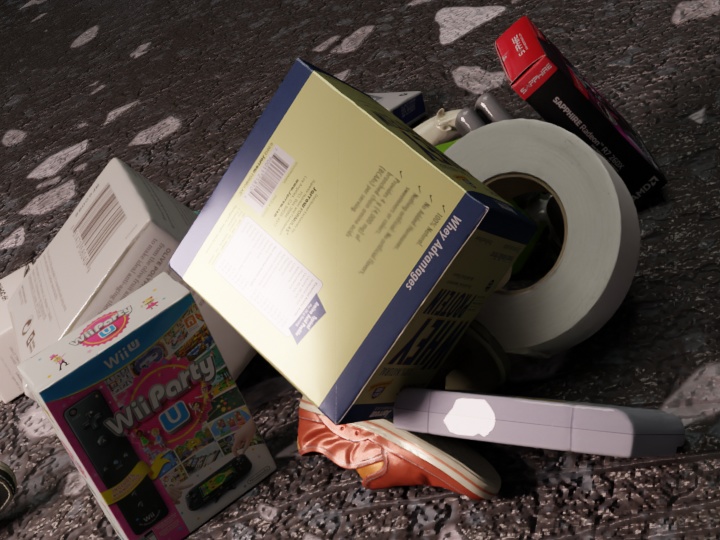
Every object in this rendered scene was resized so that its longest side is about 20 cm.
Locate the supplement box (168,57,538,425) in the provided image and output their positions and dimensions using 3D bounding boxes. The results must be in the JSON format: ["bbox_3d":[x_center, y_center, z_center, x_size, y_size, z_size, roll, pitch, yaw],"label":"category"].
[{"bbox_3d":[-0.006,-0.019,0.865,0.199,0.134,0.201,40,103,22],"label":"supplement box"}]

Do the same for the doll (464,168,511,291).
[{"bbox_3d":[0.046,-0.038,0.945,0.198,0.048,0.138,31,84,24],"label":"doll"}]

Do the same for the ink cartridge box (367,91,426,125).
[{"bbox_3d":[-0.042,-0.193,1.469,0.197,0.041,0.199,1,26,35],"label":"ink cartridge box"}]

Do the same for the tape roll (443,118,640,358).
[{"bbox_3d":[0.143,-0.027,0.962,0.199,0.207,0.071,-6,-10,27],"label":"tape roll"}]

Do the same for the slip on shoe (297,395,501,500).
[{"bbox_3d":[0.027,0.153,0.893,0.197,0.074,0.062,15,90,34],"label":"slip on shoe"}]

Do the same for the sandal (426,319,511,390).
[{"bbox_3d":[0.051,0.089,0.956,0.199,0.080,0.058,-11,31,45],"label":"sandal"}]

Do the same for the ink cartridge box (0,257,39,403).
[{"bbox_3d":[-0.372,0.049,1.300,0.198,0.085,0.146,-32,31,-17],"label":"ink cartridge box"}]

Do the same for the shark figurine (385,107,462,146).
[{"bbox_3d":[0.109,-0.151,1.308,0.212,0.089,0.130,-23,62,15],"label":"shark figurine"}]

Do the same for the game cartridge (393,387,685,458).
[{"bbox_3d":[0.131,0.114,0.824,0.197,0.041,0.132,1,-3,35],"label":"game cartridge"}]

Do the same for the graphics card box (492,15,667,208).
[{"bbox_3d":[0.226,-0.164,1.120,0.051,0.199,0.126,-41,23,19],"label":"graphics card box"}]

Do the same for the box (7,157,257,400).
[{"bbox_3d":[-0.217,0.038,1.062,0.201,0.170,0.199,-52,31,4],"label":"box"}]

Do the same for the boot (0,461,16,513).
[{"bbox_3d":[-0.396,0.273,0.975,0.202,0.074,0.154,-31,33,-5],"label":"boot"}]

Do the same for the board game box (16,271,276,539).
[{"bbox_3d":[-0.177,0.128,0.923,0.147,0.202,0.064,-34,32,-20],"label":"board game box"}]

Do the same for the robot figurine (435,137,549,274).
[{"bbox_3d":[0.139,-0.086,1.125,0.196,0.117,0.177,-16,41,-2],"label":"robot figurine"}]

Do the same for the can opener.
[{"bbox_3d":[0.168,-0.089,1.032,0.052,0.067,0.201,-34,73,-13],"label":"can opener"}]

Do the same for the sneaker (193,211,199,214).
[{"bbox_3d":[-0.139,-0.082,1.344,0.076,0.092,0.201,1,38,34],"label":"sneaker"}]
